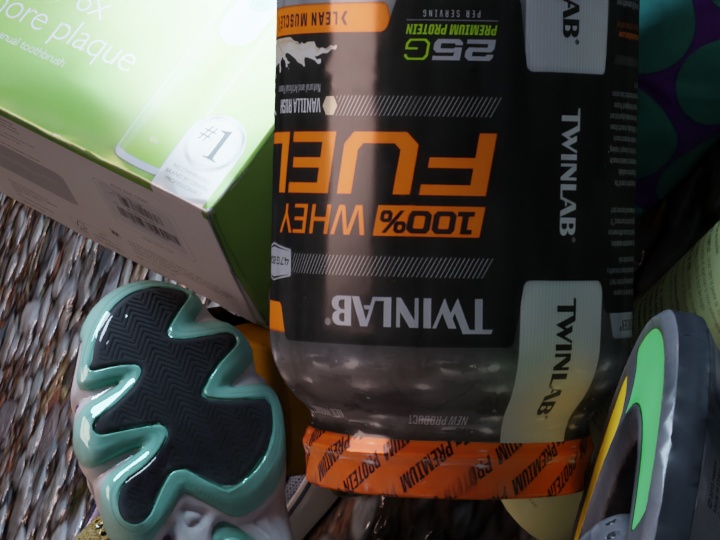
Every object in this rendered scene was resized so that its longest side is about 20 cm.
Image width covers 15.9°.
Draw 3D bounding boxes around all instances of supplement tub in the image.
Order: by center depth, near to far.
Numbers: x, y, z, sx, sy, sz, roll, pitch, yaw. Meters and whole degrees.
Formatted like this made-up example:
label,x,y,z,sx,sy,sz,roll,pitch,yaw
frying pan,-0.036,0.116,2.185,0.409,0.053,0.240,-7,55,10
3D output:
label,x,y,z,sx,sy,sz,roll,pitch,yaw
supplement tub,0.031,-0.029,0.850,0.122,0.122,0.202,-177,87,-70

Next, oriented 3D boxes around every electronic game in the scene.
label,x,y,z,sx,sy,sz,roll,pitch,yaw
electronic game,0.070,0.110,0.743,0.200,0.041,0.202,15,-90,-89

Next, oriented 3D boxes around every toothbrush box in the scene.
label,x,y,z,sx,sy,sz,roll,pitch,yaw
toothbrush box,-0.044,-0.102,0.972,0.200,0.145,0.086,-53,-30,-19

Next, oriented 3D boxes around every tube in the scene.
label,x,y,z,sx,sy,sz,roll,pitch,yaw
tube,0.117,0.023,0.868,0.058,0.052,0.200,53,131,16

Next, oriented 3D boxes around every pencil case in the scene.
label,x,y,z,sx,sy,sz,roll,pitch,yaw
pencil case,0.108,-0.093,0.924,0.200,0.092,0.086,-52,27,42

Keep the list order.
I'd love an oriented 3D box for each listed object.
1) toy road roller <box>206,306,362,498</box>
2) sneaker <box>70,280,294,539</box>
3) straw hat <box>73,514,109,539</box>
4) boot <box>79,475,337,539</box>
label,x,y,z,sx,sy,sz,roll,pitch,yaw
toy road roller,0.000,0.000,1.021,0.200,0.122,0.147,-161,65,-69
sneaker,-0.062,0.113,0.949,0.140,0.077,0.201,128,124,-67
straw hat,-0.080,0.137,1.065,0.085,0.202,0.201,-29,15,-12
boot,-0.062,0.088,1.226,0.201,0.090,0.073,-60,22,30
